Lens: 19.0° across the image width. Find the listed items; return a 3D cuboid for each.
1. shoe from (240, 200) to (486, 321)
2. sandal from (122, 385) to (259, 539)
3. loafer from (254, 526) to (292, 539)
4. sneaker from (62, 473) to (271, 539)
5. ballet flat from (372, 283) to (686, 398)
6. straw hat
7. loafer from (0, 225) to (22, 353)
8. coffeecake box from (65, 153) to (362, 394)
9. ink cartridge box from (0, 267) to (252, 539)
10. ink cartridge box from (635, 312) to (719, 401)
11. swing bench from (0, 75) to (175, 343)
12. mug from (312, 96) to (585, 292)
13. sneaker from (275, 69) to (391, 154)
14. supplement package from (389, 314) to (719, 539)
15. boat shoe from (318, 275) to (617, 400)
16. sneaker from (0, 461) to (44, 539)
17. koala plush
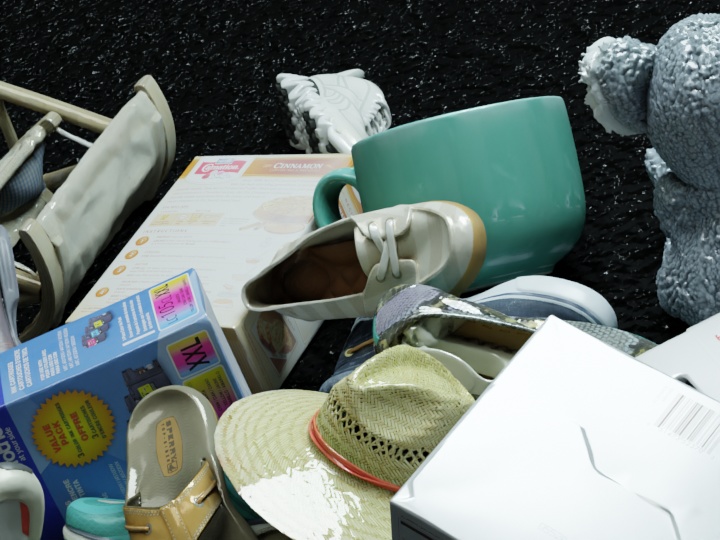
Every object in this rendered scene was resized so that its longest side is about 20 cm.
[{"bbox_3d":[0.000,0.000,1.405,0.053,0.071,0.199,-4,-8,-44],"label":"shoe"},{"bbox_3d":[-0.107,0.138,1.264,0.080,0.054,0.201,-23,47,5],"label":"sandal"},{"bbox_3d":[-0.011,0.190,1.231,0.199,0.068,0.076,13,85,41],"label":"loafer"},{"bbox_3d":[-0.092,0.139,1.350,0.198,0.080,0.078,-9,8,12],"label":"sneaker"},{"bbox_3d":[0.100,0.063,1.319,0.199,0.072,0.072,14,41,6],"label":"ballet flat"},{"bbox_3d":[0.021,0.092,1.256,0.200,0.086,0.201,20,25,-10],"label":"straw hat"},{"bbox_3d":[-0.273,0.062,1.531,0.062,0.072,0.202,0,64,-25],"label":"loafer"},{"bbox_3d":[-0.095,0.002,1.572,0.152,0.073,0.200,1,40,33],"label":"coffeecake box"},{"bbox_3d":[-0.169,0.107,1.409,0.199,0.137,0.076,-23,27,1],"label":"ink cartridge box"},{"bbox_3d":[0.272,0.061,1.262,0.199,0.067,0.116,-26,33,-4],"label":"ink cartridge box"},{"bbox_3d":[-0.266,-0.049,1.710,0.198,0.130,0.199,5,41,29],"label":"swing bench"},{"bbox_3d":[0.071,-0.043,1.482,0.151,0.115,0.185,-12,-3,-27],"label":"mug"},{"bbox_3d":[-0.011,-0.115,1.691,0.080,0.076,0.200,-14,27,-9],"label":"sneaker"},{"bbox_3d":[0.140,0.147,1.124,0.199,0.111,0.156,28,55,25],"label":"supplement package"},{"bbox_3d":[0.068,0.063,1.393,0.199,0.071,0.091,-8,35,35],"label":"boat shoe"},{"bbox_3d":[-0.225,0.215,1.282,0.093,0.070,0.201,40,111,47],"label":"sneaker"},{"bbox_3d":[0.238,-0.076,1.357,0.176,0.201,0.184,-4,37,27],"label":"koala plush"}]
